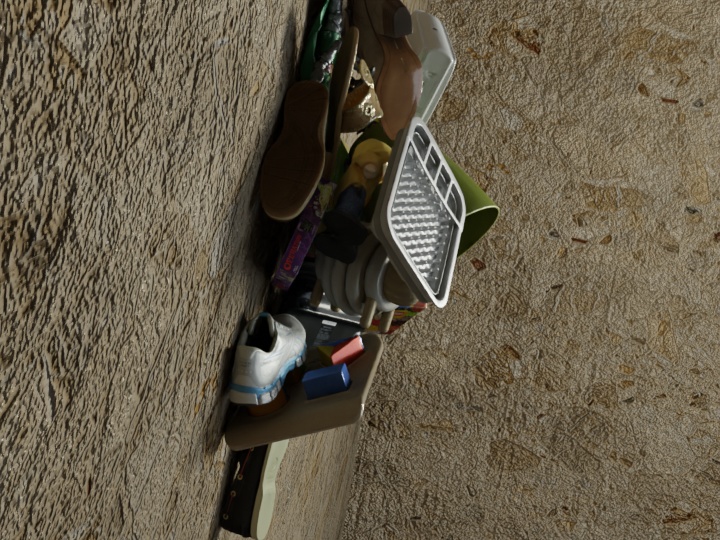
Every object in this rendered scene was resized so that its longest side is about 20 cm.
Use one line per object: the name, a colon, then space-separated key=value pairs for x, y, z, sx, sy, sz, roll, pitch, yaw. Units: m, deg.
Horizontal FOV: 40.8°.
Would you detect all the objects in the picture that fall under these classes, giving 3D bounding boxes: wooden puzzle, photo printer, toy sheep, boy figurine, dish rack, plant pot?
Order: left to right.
wooden puzzle: x=-0.071 y=0.140 z=1.234 sx=0.201 sy=0.182 sz=0.047 roll=-71 pitch=143 yaw=-65
boy figurine: x=-0.002 y=-0.095 z=1.218 sx=0.125 sy=0.064 sz=0.201 roll=-62 pitch=-179 yaw=40
toy sheep: x=0.000 y=0.000 z=1.288 sx=0.137 sy=0.198 sz=0.140 roll=-32 pitch=132 yaw=-44
plant pot: x=0.070 y=-0.113 z=1.406 sx=0.201 sy=0.185 sz=0.188 roll=56 pitch=-10 yaw=16
photo printer: x=0.084 y=-0.318 z=1.556 sx=0.201 sy=0.068 sz=0.168 roll=-96 pitch=-150 yaw=-57
dish rack: x=0.069 y=-0.070 z=1.203 sx=0.172 sy=0.043 sz=0.202 roll=56 pitch=36 yaw=-38

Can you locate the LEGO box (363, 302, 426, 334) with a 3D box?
LEGO box: x=0.039 y=-0.017 z=1.532 sx=0.149 sy=0.076 sz=0.204 roll=136 pitch=-44 yaw=-60

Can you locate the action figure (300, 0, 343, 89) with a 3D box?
action figure: x=-0.044 y=-0.286 z=1.261 sx=0.118 sy=0.054 sz=0.204 roll=52 pitch=51 yaw=-83

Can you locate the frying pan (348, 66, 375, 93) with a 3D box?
frying pan: x=-0.036 y=-0.214 z=1.295 sx=0.115 sy=0.031 sz=0.190 roll=-44 pitch=178 yaw=-8

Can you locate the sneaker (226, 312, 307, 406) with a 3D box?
sneaker: x=-0.110 y=0.086 z=1.202 sx=0.200 sy=0.074 sz=0.088 roll=-66 pitch=160 yaw=-67

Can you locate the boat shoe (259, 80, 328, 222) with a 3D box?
boat shoe: x=-0.074 y=-0.132 z=1.161 sx=0.072 sy=0.071 sz=0.203 roll=90 pitch=6 yaw=-57

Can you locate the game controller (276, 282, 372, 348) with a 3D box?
game controller: x=-0.055 y=0.079 z=1.388 sx=0.199 sy=0.042 sz=0.105 roll=19 pitch=107 yaw=-55

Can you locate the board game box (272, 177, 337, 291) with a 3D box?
board game box: x=-0.074 y=-0.041 z=1.223 sx=0.200 sy=0.032 sz=0.122 roll=139 pitch=-29 yaw=-80

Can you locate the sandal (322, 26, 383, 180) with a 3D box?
sandal: x=-0.007 y=-0.195 z=1.216 sx=0.078 sy=0.068 sz=0.215 roll=-112 pitch=-145 yaw=-61

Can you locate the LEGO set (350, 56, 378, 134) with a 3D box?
LEGO set: x=-0.004 y=-0.302 z=1.487 sx=0.201 sy=0.114 sz=0.155 roll=-93 pitch=-152 yaw=-57

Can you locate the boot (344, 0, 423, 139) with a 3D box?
boot: x=0.024 y=-0.297 z=1.331 sx=0.146 sy=0.069 sz=0.203 roll=-138 pitch=-133 yaw=-55

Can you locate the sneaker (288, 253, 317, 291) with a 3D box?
sneaker: x=-0.079 y=0.057 z=1.426 sx=0.202 sy=0.072 sz=0.088 roll=96 pitch=6 yaw=-47

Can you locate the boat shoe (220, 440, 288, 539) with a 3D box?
boat shoe: x=-0.136 y=0.250 z=1.287 sx=0.074 sy=0.062 sz=0.205 roll=50 pitch=52 yaw=-69

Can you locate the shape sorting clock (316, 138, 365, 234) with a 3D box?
shape sorting clock: x=-0.037 y=-0.105 z=1.431 sx=0.199 sy=0.039 sz=0.204 roll=-6 pitch=90 yaw=-69
